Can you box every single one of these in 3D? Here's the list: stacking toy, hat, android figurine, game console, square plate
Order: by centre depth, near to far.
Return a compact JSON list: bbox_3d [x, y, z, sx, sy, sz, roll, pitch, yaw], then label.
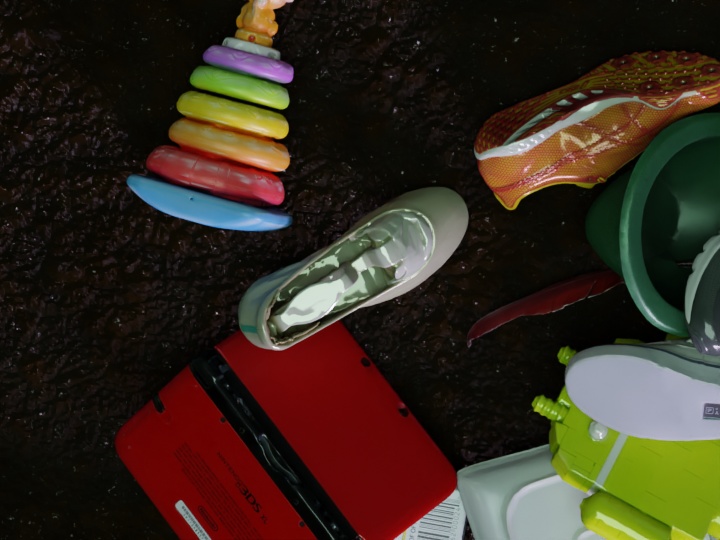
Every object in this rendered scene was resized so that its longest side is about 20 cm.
[{"bbox_3d":[-0.091,-0.134,1.575,0.116,0.110,0.201,15,93,11],"label":"stacking toy"},{"bbox_3d":[0.228,0.130,1.607,0.199,0.041,0.182,31,69,4],"label":"android figurine"},{"bbox_3d":[0.199,-0.038,1.616,0.199,0.176,0.166,-19,106,-32],"label":"hat"},{"bbox_3d":[0.195,0.222,1.623,0.197,0.028,0.201,-16,83,-7],"label":"square plate"},{"bbox_3d":[-0.059,0.149,1.626,0.172,0.119,0.200,-42,81,27],"label":"game console"}]

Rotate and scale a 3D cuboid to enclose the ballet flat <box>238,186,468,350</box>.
[{"bbox_3d":[0.000,0.000,1.585,0.200,0.069,0.070,-32,101,-7],"label":"ballet flat"}]

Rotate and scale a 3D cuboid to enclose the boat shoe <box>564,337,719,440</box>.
[{"bbox_3d":[0.254,0.082,1.574,0.199,0.070,0.071,4,119,10],"label":"boat shoe"}]

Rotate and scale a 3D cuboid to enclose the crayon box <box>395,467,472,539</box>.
[{"bbox_3d":[-0.018,0.208,1.673,0.199,0.051,0.128,10,104,0],"label":"crayon box"}]

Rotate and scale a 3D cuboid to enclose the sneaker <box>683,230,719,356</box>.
[{"bbox_3d":[0.317,-0.012,1.539,0.200,0.085,0.075,-45,120,-17],"label":"sneaker"}]

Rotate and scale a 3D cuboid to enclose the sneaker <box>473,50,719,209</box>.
[{"bbox_3d":[0.185,-0.108,1.583,0.199,0.073,0.077,-20,124,12],"label":"sneaker"}]
